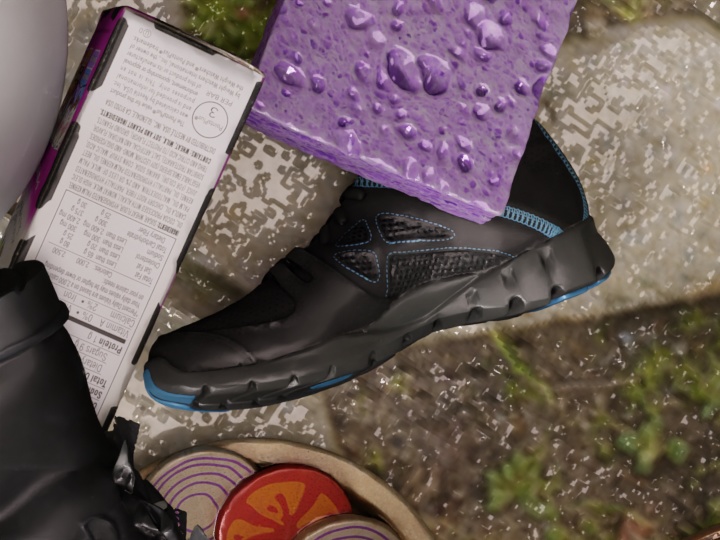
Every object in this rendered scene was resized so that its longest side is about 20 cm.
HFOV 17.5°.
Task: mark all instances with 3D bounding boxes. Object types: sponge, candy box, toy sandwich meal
[{"bbox_3d":[0.035,-0.129,0.929,0.111,0.030,0.201,23,75,-9],"label":"sponge"},{"bbox_3d":[-0.108,0.002,0.890,0.061,0.136,0.201,25,92,-11],"label":"candy box"},{"bbox_3d":[-0.043,0.170,0.953,0.204,0.070,0.206,-1,96,-11],"label":"toy sandwich meal"}]

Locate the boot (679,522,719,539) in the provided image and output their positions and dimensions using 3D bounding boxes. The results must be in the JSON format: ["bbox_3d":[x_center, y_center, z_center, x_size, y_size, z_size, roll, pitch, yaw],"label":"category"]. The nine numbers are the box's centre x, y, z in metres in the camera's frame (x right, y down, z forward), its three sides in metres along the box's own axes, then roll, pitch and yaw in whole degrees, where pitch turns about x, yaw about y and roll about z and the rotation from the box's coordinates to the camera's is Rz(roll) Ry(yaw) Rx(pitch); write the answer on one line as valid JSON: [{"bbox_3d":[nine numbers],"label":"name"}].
[{"bbox_3d":[0.128,0.195,0.944,0.074,0.155,0.200,43,88,-13],"label":"boot"}]

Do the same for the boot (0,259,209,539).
[{"bbox_3d":[-0.150,0.105,0.791,0.198,0.073,0.163,-25,103,-6],"label":"boot"}]

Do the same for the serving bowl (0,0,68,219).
[{"bbox_3d":[-0.211,-0.088,0.855,0.199,0.066,0.201,2,96,18],"label":"serving bowl"}]

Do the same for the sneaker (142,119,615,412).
[{"bbox_3d":[0.000,0.000,0.952,0.199,0.073,0.082,-20,87,-15],"label":"sneaker"}]
